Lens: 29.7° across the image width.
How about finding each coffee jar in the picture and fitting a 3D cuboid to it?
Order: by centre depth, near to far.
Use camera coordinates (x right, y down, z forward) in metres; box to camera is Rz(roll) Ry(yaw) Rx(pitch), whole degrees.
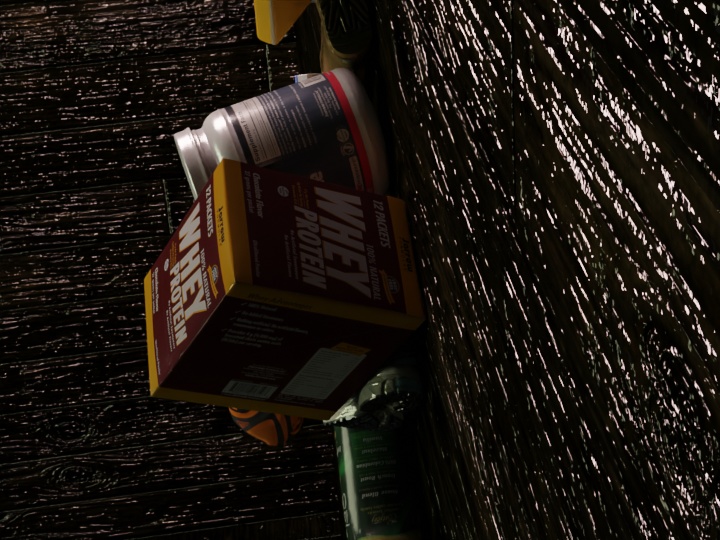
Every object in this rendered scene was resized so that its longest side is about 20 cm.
[{"bbox_3d":[0.022,0.250,1.487,0.105,0.084,0.203,93,169,-69],"label":"coffee jar"}]

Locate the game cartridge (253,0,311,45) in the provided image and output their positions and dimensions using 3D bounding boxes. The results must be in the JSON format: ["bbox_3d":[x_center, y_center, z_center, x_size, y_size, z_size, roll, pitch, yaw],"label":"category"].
[{"bbox_3d":[-0.064,-0.368,1.433,0.177,0.032,0.201,-57,-21,-31],"label":"game cartridge"}]

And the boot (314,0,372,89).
[{"bbox_3d":[-0.026,-0.278,1.486,0.200,0.065,0.178,97,168,-80],"label":"boot"}]

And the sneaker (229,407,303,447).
[{"bbox_3d":[-0.055,0.136,1.529,0.078,0.197,0.113,-106,18,-49],"label":"sneaker"}]

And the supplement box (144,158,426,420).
[{"bbox_3d":[-0.077,0.025,1.275,0.200,0.195,0.134,-49,40,44],"label":"supplement box"}]

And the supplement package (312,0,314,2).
[{"bbox_3d":[-0.079,-0.440,1.640,0.156,0.109,0.203,124,140,-84],"label":"supplement package"}]

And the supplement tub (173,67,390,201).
[{"bbox_3d":[-0.079,-0.114,1.400,0.140,0.197,0.142,160,90,-83],"label":"supplement tub"}]

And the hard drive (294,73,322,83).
[{"bbox_3d":[-0.032,-0.136,1.651,0.132,0.025,0.203,-18,-77,-64],"label":"hard drive"}]

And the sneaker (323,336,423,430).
[{"bbox_3d":[0.016,0.110,1.383,0.200,0.076,0.088,138,135,-63],"label":"sneaker"}]
